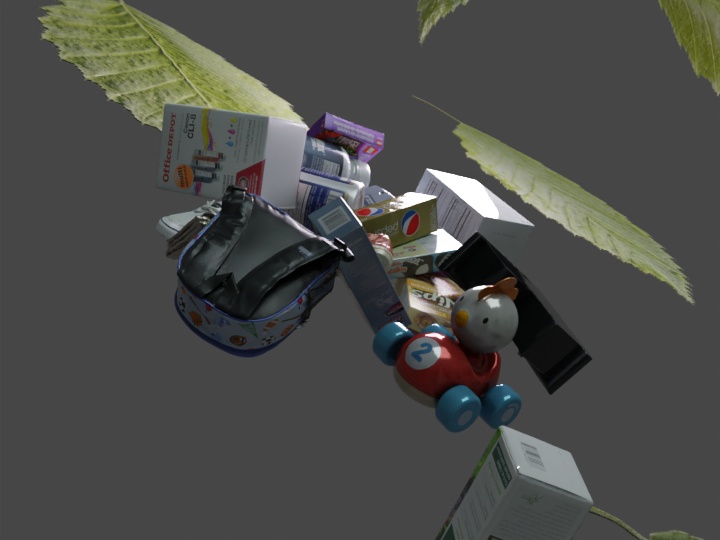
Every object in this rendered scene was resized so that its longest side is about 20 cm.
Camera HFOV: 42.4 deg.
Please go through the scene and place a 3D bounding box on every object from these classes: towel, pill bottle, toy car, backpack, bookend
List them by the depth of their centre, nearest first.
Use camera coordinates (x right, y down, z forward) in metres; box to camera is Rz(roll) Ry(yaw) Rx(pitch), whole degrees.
[{"bbox_3d":[-0.142,0.014,1.178,0.199,0.155,0.190,28,41,18],"label":"backpack"},{"bbox_3d":[0.149,0.089,1.296,0.176,0.201,0.184,5,27,-43],"label":"toy car"},{"bbox_3d":[-0.171,-0.035,1.345,0.199,0.132,0.035,13,64,-34],"label":"towel"},{"bbox_3d":[0.251,0.069,1.514,0.198,0.092,0.200,38,14,-36],"label":"bookend"},{"bbox_3d":[-0.100,-0.125,1.637,0.198,0.112,0.111,16,19,8],"label":"pill bottle"},{"bbox_3d":[-0.088,-0.200,1.846,0.199,0.120,0.120,15,22,-28],"label":"pill bottle"}]

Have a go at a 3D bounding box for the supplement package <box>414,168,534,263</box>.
[{"bbox_3d":[0.208,-0.083,1.863,0.151,0.151,0.200,7,27,-40],"label":"supplement package"}]

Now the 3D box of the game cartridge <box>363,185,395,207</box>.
[{"bbox_3d":[0.015,-0.097,1.748,0.132,0.042,0.200,-11,31,-11],"label":"game cartridge"}]

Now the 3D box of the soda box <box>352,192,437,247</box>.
[{"bbox_3d":[0.042,-0.078,1.584,0.199,0.065,0.067,-20,24,-39],"label":"soda box"}]

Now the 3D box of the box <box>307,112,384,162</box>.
[{"bbox_3d":[-0.058,-0.249,1.931,0.136,0.200,0.039,16,65,-24],"label":"box"}]

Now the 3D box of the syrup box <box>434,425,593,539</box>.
[{"bbox_3d":[0.124,0.255,0.855,0.081,0.201,0.079,22,20,-12],"label":"syrup box"}]

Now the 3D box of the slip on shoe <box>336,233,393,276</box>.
[{"bbox_3d":[-0.042,-0.032,1.481,0.198,0.074,0.061,2,42,14],"label":"slip on shoe"}]

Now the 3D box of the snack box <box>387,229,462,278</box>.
[{"bbox_3d":[0.069,-0.025,1.585,0.198,0.037,0.116,-8,21,-13],"label":"snack box"}]

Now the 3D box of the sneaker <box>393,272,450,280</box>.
[{"bbox_3d":[0.143,0.010,1.667,0.198,0.089,0.081,1,20,-2],"label":"sneaker"}]

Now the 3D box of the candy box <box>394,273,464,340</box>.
[{"bbox_3d":[0.119,0.063,1.536,0.115,0.056,0.200,22,19,-7],"label":"candy box"}]

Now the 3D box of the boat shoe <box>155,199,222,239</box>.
[{"bbox_3d":[-0.231,-0.079,1.451,0.073,0.066,0.199,37,23,28],"label":"boat shoe"}]

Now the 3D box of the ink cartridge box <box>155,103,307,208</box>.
[{"bbox_3d":[-0.214,-0.189,1.536,0.199,0.147,0.144,11,7,22],"label":"ink cartridge box"}]

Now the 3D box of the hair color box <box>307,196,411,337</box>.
[{"bbox_3d":[0.000,0.000,1.378,0.201,0.060,0.099,62,-3,-36],"label":"hair color box"}]
